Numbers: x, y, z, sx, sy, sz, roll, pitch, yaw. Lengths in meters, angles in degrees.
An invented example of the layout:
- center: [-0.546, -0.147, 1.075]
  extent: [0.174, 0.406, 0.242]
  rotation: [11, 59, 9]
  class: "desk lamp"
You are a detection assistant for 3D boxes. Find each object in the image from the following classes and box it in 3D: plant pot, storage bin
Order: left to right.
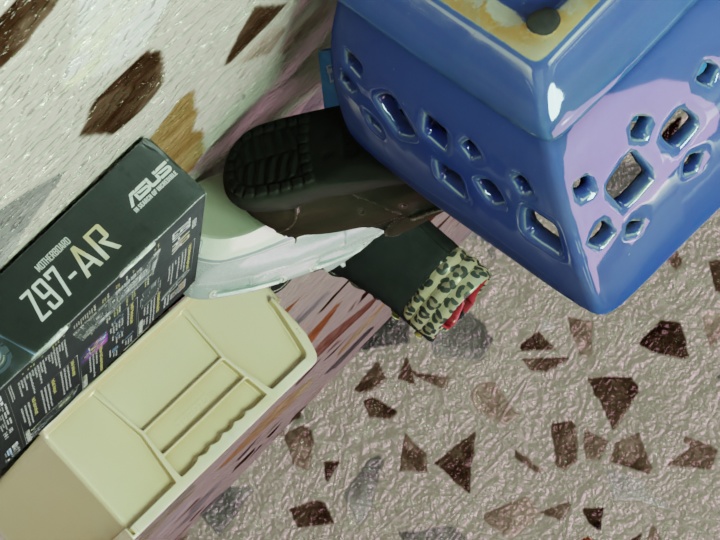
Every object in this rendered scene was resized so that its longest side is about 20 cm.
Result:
- center: [-0.147, 0.111, 1.549]
  extent: [0.199, 0.094, 0.200]
  rotation: [-43, 179, -30]
  class: "storage bin"
- center: [0.101, -0.131, 1.124]
  extent: [0.200, 0.200, 0.180]
  rotation: [-45, 148, -10]
  class: "plant pot"

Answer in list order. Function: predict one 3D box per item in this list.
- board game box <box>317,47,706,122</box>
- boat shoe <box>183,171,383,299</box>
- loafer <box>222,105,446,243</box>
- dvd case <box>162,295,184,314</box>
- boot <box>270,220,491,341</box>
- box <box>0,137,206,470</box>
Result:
- center: [0.107, -0.122, 1.352]
  extent: [0.196, 0.056, 0.200]
  rotation: [-2, -170, 28]
  class: "board game box"
- center: [-0.029, -0.034, 1.367]
  extent: [0.201, 0.070, 0.072]
  rotation: [-19, 143, -31]
  class: "boat shoe"
- center: [0.026, -0.060, 1.261]
  extent: [0.071, 0.200, 0.073]
  rotation: [56, 33, -54]
  class: "loafer"
- center: [-0.121, 0.000, 1.422]
  extent: [0.200, 0.018, 0.143]
  rotation: [-42, 174, -45]
  class: "dvd case"
- center: [-0.001, 0.000, 1.637]
  extent: [0.073, 0.154, 0.204]
  rotation: [-43, 174, -34]
  class: "boot"
- center: [-0.154, 0.023, 1.191]
  extent: [0.160, 0.044, 0.200]
  rotation: [-45, 175, -13]
  class: "box"
